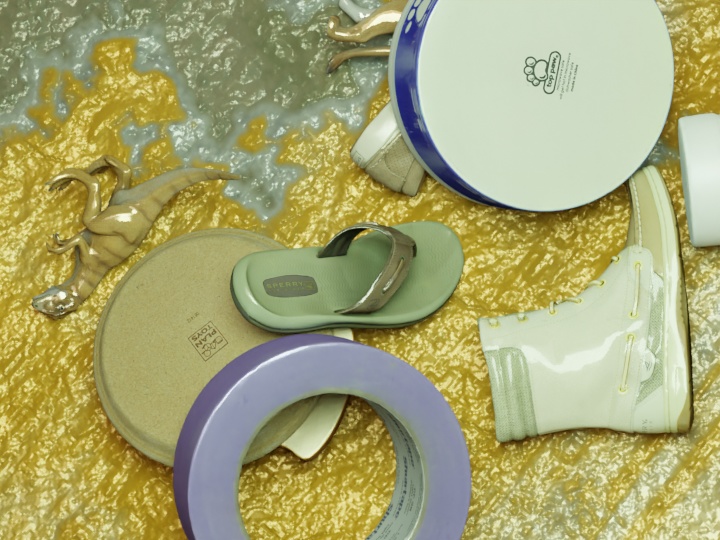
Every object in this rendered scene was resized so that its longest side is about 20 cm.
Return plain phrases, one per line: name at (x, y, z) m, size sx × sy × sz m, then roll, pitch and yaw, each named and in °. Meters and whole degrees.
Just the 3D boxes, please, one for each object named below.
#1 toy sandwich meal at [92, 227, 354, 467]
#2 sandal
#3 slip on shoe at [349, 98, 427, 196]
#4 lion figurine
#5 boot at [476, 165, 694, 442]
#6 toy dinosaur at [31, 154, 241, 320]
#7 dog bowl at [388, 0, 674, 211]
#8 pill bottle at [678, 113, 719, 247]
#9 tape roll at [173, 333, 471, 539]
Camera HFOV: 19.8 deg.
toy sandwich meal at (-0.099, 0.063, 1.533) m, size 0.204 × 0.070 × 0.206 m, roll -4°, pitch 71°, yaw 11°
sandal at (0.000, 0.001, 1.495) m, size 0.200 × 0.057 × 0.080 m, roll -12°, pitch 62°, yaw -37°
slip on shoe at (0.074, -0.146, 1.564) m, size 0.060 × 0.076 × 0.200 m, roll 38°, pitch 82°, yaw 4°
lion figurine at (0.051, -0.237, 1.605) m, size 0.122 × 0.072 × 0.201 m, roll 15°, pitch 90°, yaw 3°
boot at (0.160, 0.024, 1.500) m, size 0.154 × 0.072 × 0.201 m, roll -5°, pitch 73°, yaw 10°
toy dinosaur at (-0.179, -0.045, 1.580) m, size 0.200 × 0.060 × 0.106 m, roll -43°, pitch 75°, yaw 17°
dog bowl at (0.125, -0.143, 1.504) m, size 0.199 × 0.079 × 0.201 m, roll -1°, pitch 95°, yaw -13°
pill bottle at (0.333, -0.074, 1.478) m, size 0.199 × 0.113 × 0.114 m, roll -6°, pitch 72°, yaw 6°
tape roll at (-0.028, 0.146, 1.439) m, size 0.199 × 0.085 × 0.201 m, roll 0°, pitch 92°, yaw -13°
